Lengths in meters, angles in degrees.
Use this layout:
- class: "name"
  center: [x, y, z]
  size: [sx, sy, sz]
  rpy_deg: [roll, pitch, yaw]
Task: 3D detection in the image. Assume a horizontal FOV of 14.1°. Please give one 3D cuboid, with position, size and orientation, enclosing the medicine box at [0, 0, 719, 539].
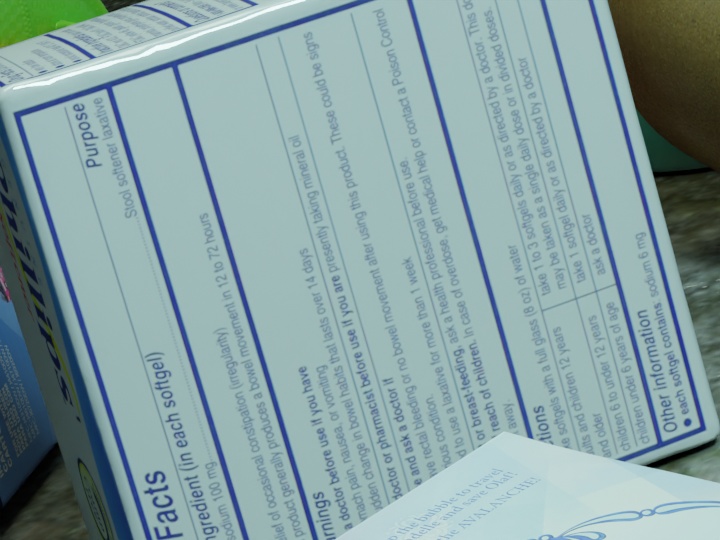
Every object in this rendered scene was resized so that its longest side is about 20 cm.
- class: "medicine box"
  center: [-0.009, -0.007, 0.941]
  size: [0.199, 0.183, 0.103]
  rpy_deg: [-19, 14, -12]

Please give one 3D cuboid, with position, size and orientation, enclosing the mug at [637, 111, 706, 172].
- class: "mug"
  center: [0.158, -0.118, 1.310]
  size: [0.152, 0.115, 0.185]
  rpy_deg: [-2, 20, 44]

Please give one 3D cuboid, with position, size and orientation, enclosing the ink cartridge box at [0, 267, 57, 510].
- class: "ink cartridge box"
  center: [-0.177, 0.026, 1.098]
  size: [0.076, 0.137, 0.200]
  rpy_deg: [-18, 13, 18]

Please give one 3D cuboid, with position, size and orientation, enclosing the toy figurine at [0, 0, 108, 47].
- class: "toy figurine"
  center: [-0.092, -0.063, 1.436]
  size: [0.184, 0.151, 0.200]
  rpy_deg: [15, 7, 39]

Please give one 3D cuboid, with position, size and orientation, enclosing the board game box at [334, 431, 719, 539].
- class: "board game box"
  center: [0.049, 0.110, 0.662]
  size: [0.198, 0.044, 0.200]
  rpy_deg: [12, 30, 41]

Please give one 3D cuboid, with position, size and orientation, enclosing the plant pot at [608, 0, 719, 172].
- class: "plant pot"
  center: [0.209, -0.086, 1.055]
  size: [0.186, 0.187, 0.200]
  rpy_deg: [-19, 27, -10]
